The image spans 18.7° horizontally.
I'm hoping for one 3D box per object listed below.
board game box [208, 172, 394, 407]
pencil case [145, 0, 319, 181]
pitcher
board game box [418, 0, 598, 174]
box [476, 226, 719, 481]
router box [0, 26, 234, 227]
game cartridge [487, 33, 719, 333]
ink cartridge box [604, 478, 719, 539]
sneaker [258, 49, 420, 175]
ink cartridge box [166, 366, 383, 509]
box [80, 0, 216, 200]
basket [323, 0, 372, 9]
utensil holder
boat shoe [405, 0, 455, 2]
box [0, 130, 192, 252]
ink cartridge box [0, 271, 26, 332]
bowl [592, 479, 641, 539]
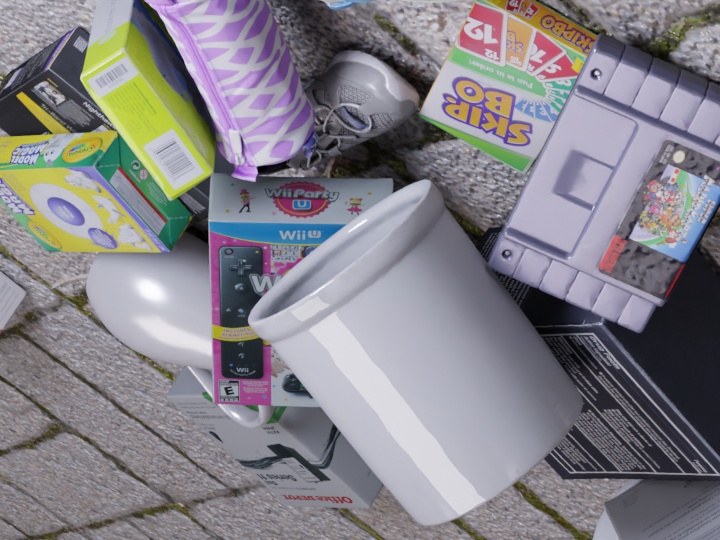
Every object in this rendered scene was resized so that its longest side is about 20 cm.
[{"bbox_3d":[-0.049,0.019,1.760,0.147,0.064,0.200,1,130,0],"label":"board game box"},{"bbox_3d":[-0.099,-0.158,1.595,0.084,0.086,0.200,16,147,34],"label":"pencil case"},{"bbox_3d":[-0.158,0.055,2.065,0.200,0.121,0.172,29,137,15],"label":"pitcher"},{"bbox_3d":[0.105,-0.135,1.590,0.095,0.030,0.200,29,157,1],"label":"board game box"},{"bbox_3d":[0.200,0.064,1.731,0.198,0.123,0.200,-4,137,51],"label":"box"},{"bbox_3d":[-0.218,-0.115,1.928,0.200,0.052,0.157,40,152,-19],"label":"router box"},{"bbox_3d":[0.184,-0.056,1.527,0.129,0.038,0.200,26,126,3],"label":"game cartridge"},{"bbox_3d":[0.317,0.210,1.712,0.084,0.200,0.176,51,-168,-36],"label":"ink cartridge box"},{"bbox_3d":[-0.025,-0.110,1.702,0.075,0.082,0.200,39,153,-19],"label":"sneaker"},{"bbox_3d":[-0.076,0.155,2.229,0.147,0.083,0.200,-6,137,50],"label":"ink cartridge box"},{"bbox_3d":[-0.159,-0.149,1.687,0.048,0.200,0.122,-30,114,13],"label":"box"},{"bbox_3d":[-0.003,-0.252,1.352,0.176,0.139,0.200,-3,148,32],"label":"basket"},{"bbox_3d":[0.043,0.063,1.610,0.200,0.170,0.170,53,149,-10],"label":"utensil holder"},{"bbox_3d":[0.004,-0.231,1.506,0.200,0.073,0.062,14,-167,17],"label":"boat shoe"},{"bbox_3d":[-0.256,-0.068,1.937,0.200,0.048,0.117,2,142,46],"label":"box"},{"bbox_3d":[-0.476,0.012,2.350,0.200,0.117,0.067,40,153,-21],"label":"ink cartridge box"},{"bbox_3d":[0.277,0.233,1.862,0.201,0.201,0.090,11,152,35],"label":"bowl"}]
